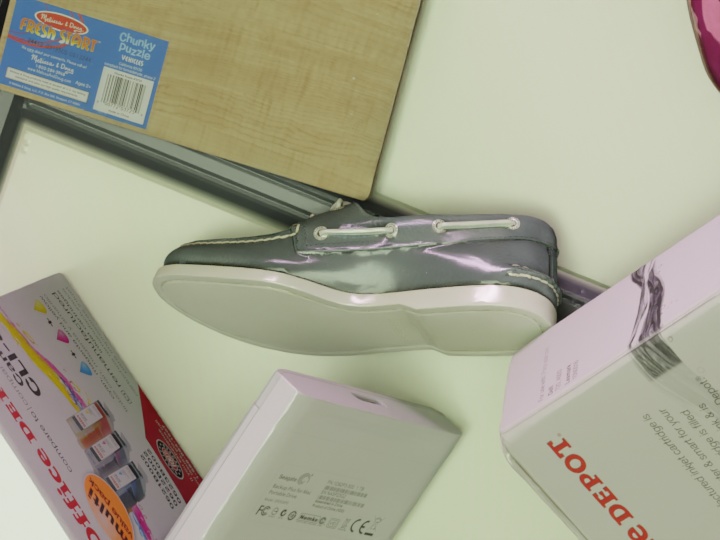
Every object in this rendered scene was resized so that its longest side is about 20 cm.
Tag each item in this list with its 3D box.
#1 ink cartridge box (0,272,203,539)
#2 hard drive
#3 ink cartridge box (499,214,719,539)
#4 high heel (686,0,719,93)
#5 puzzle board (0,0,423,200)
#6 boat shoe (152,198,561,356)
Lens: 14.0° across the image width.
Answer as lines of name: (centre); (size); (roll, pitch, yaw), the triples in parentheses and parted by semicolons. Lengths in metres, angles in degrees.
ink cartridge box: (-0.185, 0.107, 1.380); (0.144, 0.200, 0.146); (-34, 90, 14)
hard drive: (-0.047, 0.143, 1.396); (0.026, 0.132, 0.200); (43, 106, 36)
ink cartridge box: (0.182, 0.055, 1.323); (0.200, 0.084, 0.146); (-34, 109, 23)
high heel: (0.216, -0.086, 1.340); (0.096, 0.067, 0.200); (-17, 108, 23)
puzzle board: (-0.070, -0.134, 1.421); (0.199, 0.017, 0.151); (17, 101, 10)
boat shoe: (0.000, 0.000, 1.409); (0.199, 0.073, 0.062); (3, 62, 16)
